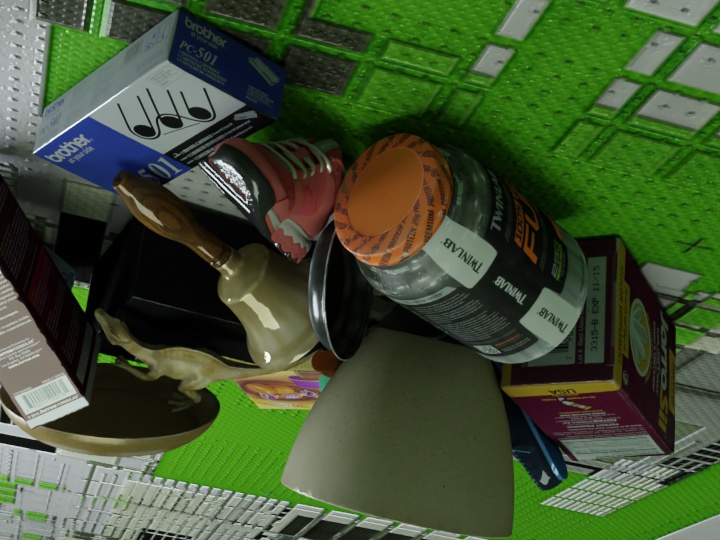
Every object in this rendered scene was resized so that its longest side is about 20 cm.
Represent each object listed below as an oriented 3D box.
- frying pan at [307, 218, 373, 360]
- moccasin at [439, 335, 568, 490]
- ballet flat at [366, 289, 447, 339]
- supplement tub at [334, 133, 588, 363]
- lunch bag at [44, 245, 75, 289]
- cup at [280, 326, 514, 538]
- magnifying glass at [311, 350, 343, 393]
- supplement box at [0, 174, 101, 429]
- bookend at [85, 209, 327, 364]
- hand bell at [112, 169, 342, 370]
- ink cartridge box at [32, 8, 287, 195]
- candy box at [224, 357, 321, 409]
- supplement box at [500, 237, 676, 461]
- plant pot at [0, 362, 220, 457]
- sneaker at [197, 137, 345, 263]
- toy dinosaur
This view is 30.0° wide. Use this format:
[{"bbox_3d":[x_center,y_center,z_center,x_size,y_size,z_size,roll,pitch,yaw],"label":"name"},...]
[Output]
[{"bbox_3d":[-0.003,-0.013,1.060,0.030,0.191,0.116,4,129,18],"label":"frying pan"},{"bbox_3d":[0.117,0.120,1.245,0.068,0.201,0.080,-36,160,10],"label":"moccasin"},{"bbox_3d":[0.016,0.038,1.250,0.072,0.074,0.199,20,159,-27],"label":"ballet flat"},{"bbox_3d":[0.077,-0.016,1.024,0.121,0.124,0.199,-11,151,37],"label":"supplement tub"},{"bbox_3d":[-0.387,0.017,1.240,0.167,0.129,0.200,-7,150,17],"label":"lunch bag"},{"bbox_3d":[0.044,0.128,1.128,0.197,0.145,0.200,12,176,1],"label":"cup"},{"bbox_3d":[-0.011,0.097,1.243,0.078,0.023,0.200,-8,166,10],"label":"magnifying glass"},{"bbox_3d":[-0.291,0.018,1.115,0.060,0.109,0.202,-22,117,7],"label":"supplement box"},{"bbox_3d":[-0.136,0.032,1.239,0.198,0.093,0.198,15,157,-20],"label":"bookend"},{"bbox_3d":[-0.117,-0.016,1.053,0.103,0.105,0.200,-15,138,41],"label":"hand bell"},{"bbox_3d":[-0.148,-0.113,0.972,0.093,0.045,0.199,26,151,-32],"label":"ink cartridge box"},{"bbox_3d":[-0.030,0.103,1.412,0.197,0.057,0.117,1,155,18],"label":"candy box"},{"bbox_3d":[0.205,0.075,1.182,0.102,0.133,0.200,-6,154,25],"label":"supplement box"},{"bbox_3d":[-0.226,0.127,1.217,0.197,0.028,0.200,7,-168,-2],"label":"plant pot"},{"bbox_3d":[-0.055,-0.071,0.976,0.074,0.087,0.200,44,179,12],"label":"sneaker"},{"bbox_3d":[-0.140,0.085,1.163,0.197,0.059,0.101,12,157,-17],"label":"toy dinosaur"}]
